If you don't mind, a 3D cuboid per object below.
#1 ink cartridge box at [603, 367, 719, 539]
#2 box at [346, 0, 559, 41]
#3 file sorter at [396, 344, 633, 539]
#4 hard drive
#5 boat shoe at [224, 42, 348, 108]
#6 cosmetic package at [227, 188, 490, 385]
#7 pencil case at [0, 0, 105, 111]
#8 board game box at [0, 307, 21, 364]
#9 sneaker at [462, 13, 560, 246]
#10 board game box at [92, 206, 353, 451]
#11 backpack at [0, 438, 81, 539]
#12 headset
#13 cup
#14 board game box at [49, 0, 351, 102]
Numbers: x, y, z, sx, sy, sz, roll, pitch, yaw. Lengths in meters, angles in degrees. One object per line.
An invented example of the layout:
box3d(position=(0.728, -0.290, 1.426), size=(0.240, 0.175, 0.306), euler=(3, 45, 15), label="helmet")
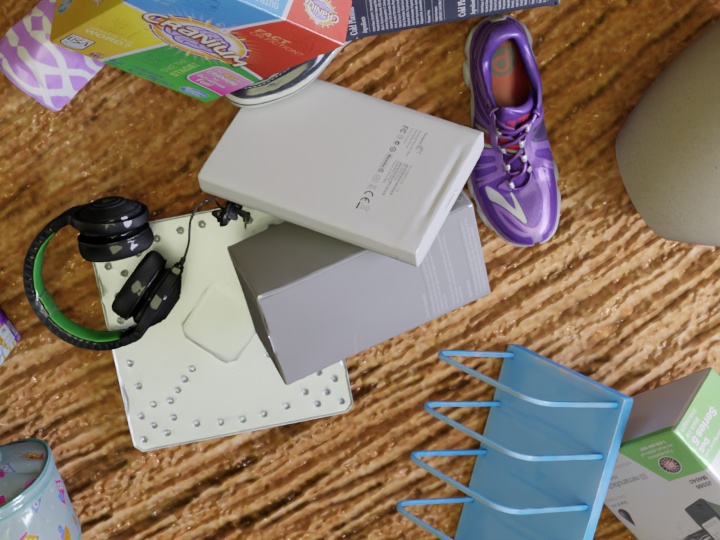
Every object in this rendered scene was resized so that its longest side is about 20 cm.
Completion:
box3d(position=(0.306, 0.196, 1.422), size=(0.200, 0.145, 0.084), euler=(46, 55, -9), label="ink cartridge box")
box3d(position=(0.052, -0.303, 1.300), size=(0.181, 0.104, 0.201), euler=(-11, 66, 1), label="box")
box3d(position=(0.117, 0.179, 1.401), size=(0.122, 0.139, 0.201), euler=(4, 104, -43), label="file sorter")
box3d(position=(-0.016, -0.089, 1.351), size=(0.199, 0.026, 0.132), euler=(19, 60, 19), label="hard drive")
box3d(position=(-0.038, -0.211, 1.370), size=(0.200, 0.062, 0.075), euler=(-35, 55, 1), label="boat shoe")
box3d(position=(0.000, 0.000, 1.377), size=(0.199, 0.090, 0.107), euler=(-21, 131, -9), label="cosmetic package")
box3d(position=(-0.221, -0.227, 1.367), size=(0.200, 0.084, 0.086), euler=(-46, 60, 5), label="pencil case")
box3d(position=(-0.393, 0.011, 1.394), size=(0.103, 0.105, 0.201), euler=(-32, 101, 4), label="board game box")
box3d(position=(0.125, -0.115, 1.395), size=(0.080, 0.083, 0.201), euler=(-12, 102, 1), label="sneaker")
box3d(position=(-0.121, 0.044, 1.448), size=(0.199, 0.026, 0.201), euler=(-11, 101, 0), label="board game box")
box3d(position=(-0.345, 0.213, 1.400), size=(0.199, 0.176, 0.154), euler=(-13, 105, -3), label="backpack")
box3d(position=(-0.189, -0.013, 1.398), size=(0.199, 0.094, 0.124), euler=(-25, 105, 19), label="headset")
box3d(position=(0.298, -0.100, 1.364), size=(0.143, 0.200, 0.201), euler=(-24, 102, 29), label="cup")
box3d(position=(-0.126, -0.193, 1.266), size=(0.152, 0.200, 0.041), euler=(18, 72, -33), label="board game box")
